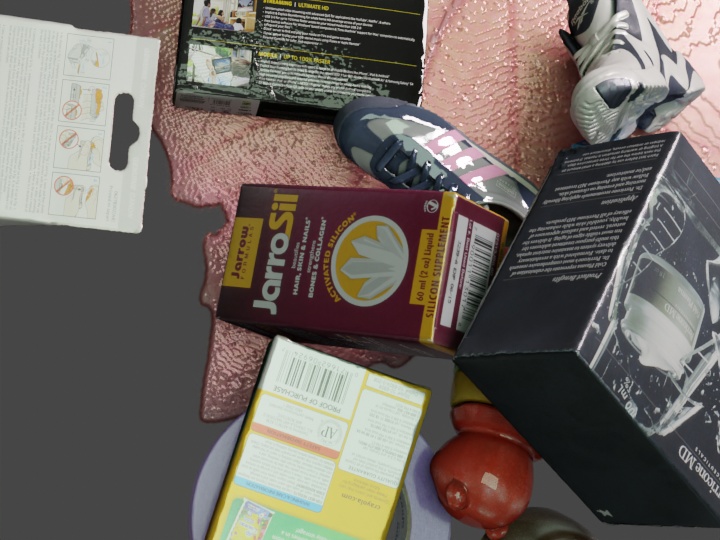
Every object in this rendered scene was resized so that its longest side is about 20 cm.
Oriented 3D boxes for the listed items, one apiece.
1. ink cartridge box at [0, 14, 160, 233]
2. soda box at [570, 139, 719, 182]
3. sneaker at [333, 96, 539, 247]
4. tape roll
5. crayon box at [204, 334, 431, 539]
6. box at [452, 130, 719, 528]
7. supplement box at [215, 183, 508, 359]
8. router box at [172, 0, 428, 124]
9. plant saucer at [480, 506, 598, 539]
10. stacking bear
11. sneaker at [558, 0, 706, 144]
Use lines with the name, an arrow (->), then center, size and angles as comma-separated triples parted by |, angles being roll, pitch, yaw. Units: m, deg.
ink cartridge box -> -0.264, -0.114, 1.291 | 0.198, 0.050, 0.163 | 6, 81, -11
soda box -> 0.257, -0.043, 1.307 | 0.198, 0.064, 0.069 | 19, 103, 15
sneaker -> 0.067, -0.066, 1.291 | 0.199, 0.082, 0.070 | 27, 120, -13
tape roll -> -0.033, 0.192, 1.272 | 0.198, 0.066, 0.202 | 1, 83, -8
crayon box -> -0.038, 0.164, 1.217 | 0.125, 0.052, 0.202 | 19, 79, -5
box -> 0.198, 0.045, 1.173 | 0.200, 0.123, 0.198 | 46, 59, -28
supplement box -> 0.000, 0.000, 1.238 | 0.198, 0.085, 0.112 | 4, 80, 34
router box -> -0.045, -0.197, 1.328 | 0.198, 0.051, 0.151 | 6, 80, -8
plant saucer -> 0.153, 0.278, 1.250 | 0.199, 0.032, 0.202 | 16, 66, -38
stacking bear -> 0.111, 0.098, 1.247 | 0.121, 0.113, 0.202 | 44, 60, -45
sneaker -> 0.191, -0.174, 1.310 | 0.130, 0.080, 0.198 | 53, 35, 13
